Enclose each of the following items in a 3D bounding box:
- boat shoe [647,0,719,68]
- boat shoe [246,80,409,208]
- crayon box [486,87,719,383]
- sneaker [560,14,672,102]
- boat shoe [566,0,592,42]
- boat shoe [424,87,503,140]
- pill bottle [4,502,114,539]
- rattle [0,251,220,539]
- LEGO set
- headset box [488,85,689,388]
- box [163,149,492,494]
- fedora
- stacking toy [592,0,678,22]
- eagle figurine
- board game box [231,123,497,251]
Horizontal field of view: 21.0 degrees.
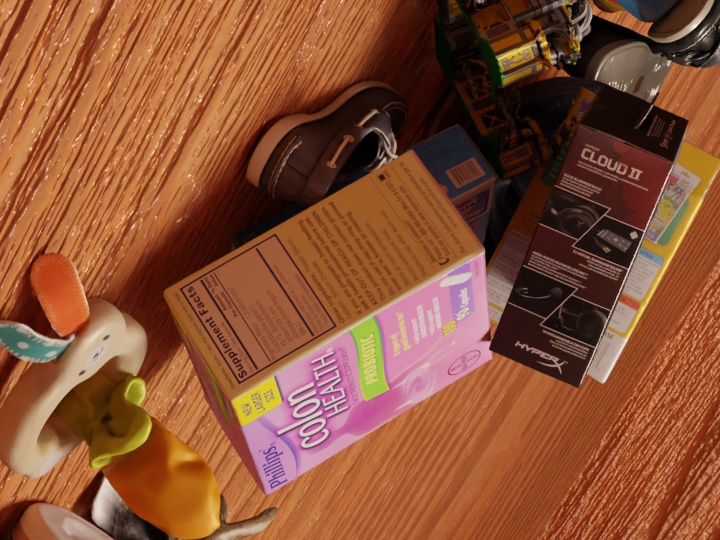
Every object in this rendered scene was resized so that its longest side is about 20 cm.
[{"bbox_3d":[0.281,-0.201,1.627,0.074,0.066,0.199,-42,-172,5],"label":"boat shoe"},{"bbox_3d":[-0.008,-0.084,1.395,0.200,0.063,0.073,-28,148,-59],"label":"boat shoe"},{"bbox_3d":[0.184,-0.030,1.527,0.201,0.125,0.052,-63,175,16],"label":"crayon box"},{"bbox_3d":[0.194,-0.183,1.679,0.075,0.106,0.200,-66,162,13],"label":"sneaker"},{"bbox_3d":[0.155,-0.211,1.586,0.074,0.068,0.200,-45,162,-27],"label":"boat shoe"},{"bbox_3d":[0.094,-0.099,1.647,0.072,0.067,0.200,-42,160,-35],"label":"boat shoe"},{"bbox_3d":[-0.245,0.275,1.380,0.200,0.111,0.111,-55,164,2],"label":"pill bottle"},{"bbox_3d":[-0.156,0.089,1.215,0.130,0.143,0.200,-24,158,-25],"label":"rattle"},{"bbox_3d":[0.130,-0.172,1.438,0.115,0.154,0.200,-23,146,-7],"label":"LEGO set"},{"bbox_3d":[0.172,-0.037,1.416,0.149,0.077,0.201,-50,162,-70],"label":"headset box"},{"bbox_3d":[-0.016,0.040,1.357,0.199,0.097,0.176,-29,154,-10],"label":"box"},{"bbox_3d":[0.165,-0.068,1.605,0.201,0.200,0.092,-57,-168,13],"label":"fedora"},{"bbox_3d":[0.228,-0.260,1.669,0.110,0.116,0.200,-49,175,-7],"label":"stacking toy"},{"bbox_3d":[-0.182,0.245,1.532,0.151,0.152,0.200,21,146,-34],"label":"eagle figurine"},{"bbox_3d":[0.000,0.000,1.494,0.199,0.056,0.196,-27,156,-16],"label":"board game box"}]
